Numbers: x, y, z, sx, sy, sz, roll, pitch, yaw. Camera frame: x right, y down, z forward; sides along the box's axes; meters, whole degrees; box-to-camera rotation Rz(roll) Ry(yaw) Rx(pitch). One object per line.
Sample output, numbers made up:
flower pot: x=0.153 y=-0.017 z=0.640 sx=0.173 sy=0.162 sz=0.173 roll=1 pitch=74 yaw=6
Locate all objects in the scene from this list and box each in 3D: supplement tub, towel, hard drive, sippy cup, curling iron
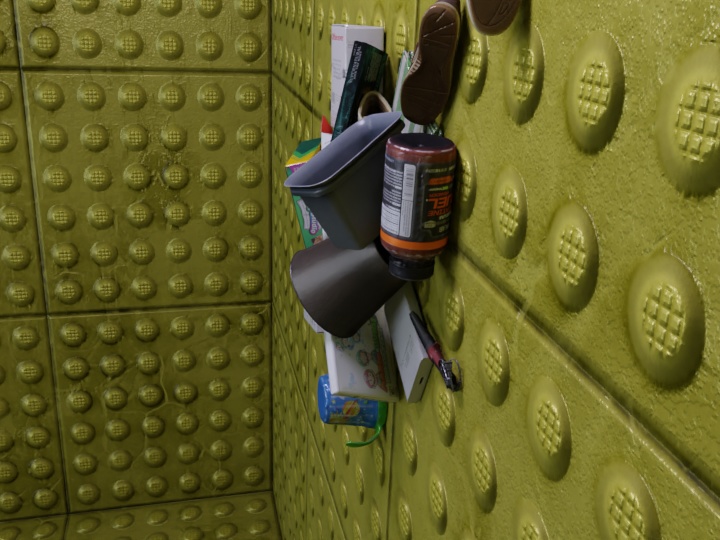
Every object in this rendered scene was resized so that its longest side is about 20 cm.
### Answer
supplement tub: x=0.083 y=-0.092 z=1.121 sx=0.107 sy=0.104 sz=0.205 roll=-120 pitch=30 yaw=-63
towel: x=0.088 y=-0.239 z=1.252 sx=0.154 sy=0.023 sz=0.204 roll=103 pitch=159 yaw=-51
hard drive: x=0.081 y=0.108 z=1.333 sx=0.134 sy=0.026 sz=0.203 roll=102 pitch=161 yaw=-48
sippy cup: x=-0.022 y=0.264 z=1.584 sx=0.179 sy=0.127 sz=0.143 roll=-115 pitch=25 yaw=-57
curling iron: x=0.115 y=0.119 z=1.183 sx=0.201 sy=0.025 sz=0.051 roll=-117 pitch=21 yaw=-59

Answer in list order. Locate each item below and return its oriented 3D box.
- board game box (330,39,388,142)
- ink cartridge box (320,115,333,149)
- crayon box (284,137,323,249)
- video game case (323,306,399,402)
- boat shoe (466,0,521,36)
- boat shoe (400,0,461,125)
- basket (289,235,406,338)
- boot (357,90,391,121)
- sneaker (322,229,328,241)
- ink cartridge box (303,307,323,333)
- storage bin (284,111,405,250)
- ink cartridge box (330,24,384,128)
board game box: x=-0.004 y=-0.304 z=1.384 sx=0.135 sy=0.028 sz=0.205 roll=-23 pitch=-50 yaw=-71
ink cartridge box: x=-0.023 y=-0.211 z=1.543 sx=0.161 sy=0.046 sz=0.203 roll=55 pitch=-159 yaw=-36
crayon box: x=-0.087 y=-0.140 z=1.511 sx=0.173 sy=0.057 sz=0.205 roll=-72 pitch=-29 yaw=-65
video game case: x=-0.001 y=0.138 z=1.419 sx=0.023 sy=0.180 sz=0.205 roll=-22 pitch=65 yaw=34
boat shoe: x=0.148 y=-0.363 z=0.876 sx=0.065 sy=0.070 sz=0.206 roll=126 pitch=143 yaw=-83
boat shoe: x=0.106 y=-0.302 z=1.094 sx=0.202 sy=0.070 sz=0.073 roll=99 pitch=-167 yaw=-49
basket: x=0.000 y=0.000 z=1.308 sx=0.199 sy=0.136 sz=0.182 roll=-32 pitch=98 yaw=41
boot: x=0.031 y=-0.200 z=1.348 sx=0.157 sy=0.070 sz=0.204 roll=88 pitch=177 yaw=-50
sneaker: x=-0.003 y=-0.072 z=1.444 sx=0.200 sy=0.109 sz=0.075 roll=31 pitch=-123 yaw=-77
ink cartridge box: x=-0.094 y=0.068 z=1.962 sx=0.200 sy=0.080 sz=0.150 roll=-150 pitch=59 yaw=-75
storage bin: x=-0.004 y=-0.133 z=1.191 sx=0.144 sy=0.199 sz=0.136 roll=9 pitch=134 yaw=54
ink cartridge box: x=-0.008 y=-0.379 z=1.507 sx=0.147 sy=0.080 sz=0.206 roll=-127 pitch=36 yaw=-68
